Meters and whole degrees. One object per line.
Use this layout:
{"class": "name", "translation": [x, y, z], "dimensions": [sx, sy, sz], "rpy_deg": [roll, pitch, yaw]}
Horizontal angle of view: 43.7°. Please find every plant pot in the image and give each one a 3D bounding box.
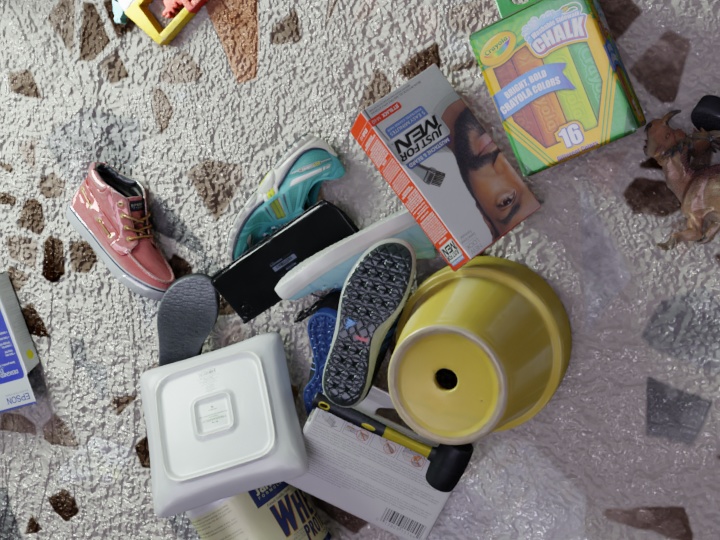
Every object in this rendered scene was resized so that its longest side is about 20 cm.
{"class": "plant pot", "translation": [0.120, 0.097, 0.995], "dimensions": [0.199, 0.189, 0.202], "rpy_deg": [4, 102, 21]}

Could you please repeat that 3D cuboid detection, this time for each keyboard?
{"class": "keyboard", "translation": [-0.079, 0.005, 1.125], "dimensions": [0.199, 0.021, 0.127], "rpy_deg": [-32, 108, 20]}

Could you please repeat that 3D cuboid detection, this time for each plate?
{"class": "plate", "translation": [-0.179, 0.184, 1.119], "dimensions": [0.198, 0.032, 0.201], "rpy_deg": [-18, 59, 4]}

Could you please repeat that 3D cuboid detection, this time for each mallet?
{"class": "mallet", "translation": [0.032, 0.203, 1.068], "dimensions": [0.199, 0.041, 0.066], "rpy_deg": [18, 112, 8]}

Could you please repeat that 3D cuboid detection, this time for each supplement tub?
{"class": "supplement tub", "translation": [-0.139, 0.320, 1.171], "dimensions": [0.145, 0.145, 0.201], "rpy_deg": [-33, 89, 25]}

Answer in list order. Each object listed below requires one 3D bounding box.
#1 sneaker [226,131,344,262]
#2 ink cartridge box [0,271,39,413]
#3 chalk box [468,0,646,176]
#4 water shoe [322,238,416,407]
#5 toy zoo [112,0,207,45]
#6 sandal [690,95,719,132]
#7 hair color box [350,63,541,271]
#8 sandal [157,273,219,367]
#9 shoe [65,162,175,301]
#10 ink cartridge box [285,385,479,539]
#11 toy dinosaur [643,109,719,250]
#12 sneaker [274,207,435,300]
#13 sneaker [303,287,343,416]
{"class": "sneaker", "translation": [-0.098, -0.076, 1.110], "dimensions": [0.080, 0.078, 0.200], "rpy_deg": [41, 113, -1]}
{"class": "ink cartridge box", "translation": [-0.586, 0.122, 1.366], "dimensions": [0.197, 0.047, 0.201], "rpy_deg": [-15, 97, 23]}
{"class": "chalk box", "translation": [0.198, -0.216, 0.929], "dimensions": [0.124, 0.124, 0.201], "rpy_deg": [-23, 93, 24]}
{"class": "water shoe", "translation": [0.008, 0.056, 1.027], "dimensions": [0.071, 0.079, 0.201], "rpy_deg": [23, 94, 9]}
{"class": "toy zoo", "translation": [-0.244, -0.380, 1.129], "dimensions": [0.200, 0.020, 0.131], "rpy_deg": [-39, 86, 25]}
{"class": "sandal", "translation": [0.427, -0.120, 0.891], "dimensions": [0.200, 0.076, 0.043], "rpy_deg": [37, 86, 10]}
{"class": "hair color box", "translation": [0.094, -0.115, 0.999], "dimensions": [0.111, 0.064, 0.200], "rpy_deg": [-36, 87, -18]}
{"class": "sandal", "translation": [-0.236, 0.085, 1.204], "dimensions": [0.076, 0.043, 0.201], "rpy_deg": [17, 119, -4]}
{"class": "shoe", "translation": [-0.307, -0.054, 1.197], "dimensions": [0.200, 0.071, 0.091], "rpy_deg": [43, 119, 13]}
{"class": "ink cartridge box", "translation": [0.025, 0.226, 1.116], "dimensions": [0.199, 0.045, 0.177], "rpy_deg": [25, 109, 0]}
{"class": "toy dinosaur", "translation": [0.377, -0.083, 0.905], "dimensions": [0.199, 0.086, 0.136], "rpy_deg": [12, 107, 19]}
{"class": "sneaker", "translation": [0.000, 0.000, 1.053], "dimensions": [0.199, 0.074, 0.082], "rpy_deg": [-27, 95, -2]}
{"class": "sneaker", "translation": [-0.028, 0.111, 1.129], "dimensions": [0.070, 0.078, 0.201], "rpy_deg": [16, 128, 15]}
